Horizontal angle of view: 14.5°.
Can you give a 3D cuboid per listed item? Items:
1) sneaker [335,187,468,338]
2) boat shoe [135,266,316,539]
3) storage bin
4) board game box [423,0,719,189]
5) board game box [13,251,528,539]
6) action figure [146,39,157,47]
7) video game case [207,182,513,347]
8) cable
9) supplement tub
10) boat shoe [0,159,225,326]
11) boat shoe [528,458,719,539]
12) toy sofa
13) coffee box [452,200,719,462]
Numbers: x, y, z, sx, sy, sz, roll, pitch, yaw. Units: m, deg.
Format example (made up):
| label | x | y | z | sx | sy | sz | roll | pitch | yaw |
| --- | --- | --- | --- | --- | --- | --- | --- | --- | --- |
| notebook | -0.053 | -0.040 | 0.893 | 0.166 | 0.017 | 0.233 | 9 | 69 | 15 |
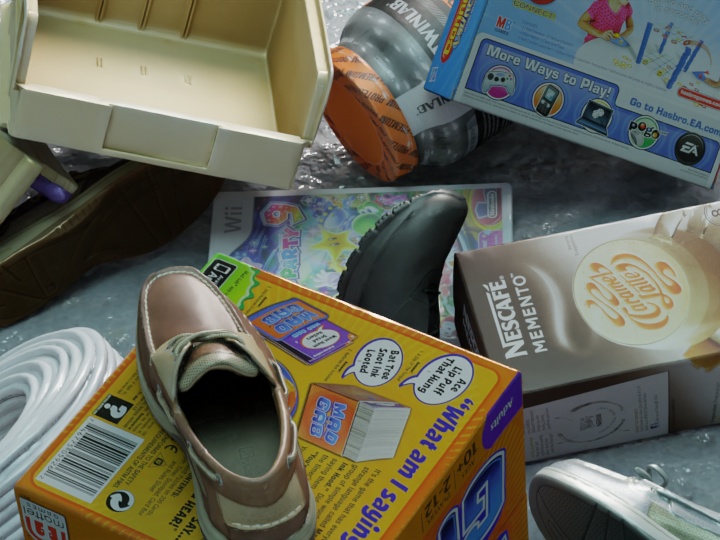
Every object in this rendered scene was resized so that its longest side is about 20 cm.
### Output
| label | x | y | z | sx | sy | sz | roll | pitch | yaw |
| --- | --- | --- | --- | --- | --- | --- | --- | --- | --- |
| sneaker | 0.019 | 0.045 | 1.715 | 0.091 | 0.200 | 0.076 | 33 | 11 | 20 |
| boat shoe | -0.070 | 0.062 | 1.467 | 0.076 | 0.072 | 0.200 | -18 | 47 | -12 |
| storage bin | -0.132 | -0.151 | 1.854 | 0.199 | 0.094 | 0.199 | 11 | 30 | -13 |
| board game box | 0.166 | -0.176 | 1.831 | 0.199 | 0.196 | 0.056 | 18 | 5 | -22 |
| board game box | -0.041 | 0.152 | 1.566 | 0.199 | 0.200 | 0.200 | 21 | 50 | 24 |
| action figure | -0.191 | -0.168 | 2.005 | 0.065 | 0.099 | 0.200 | -23 | 70 | -21 |
| video game case | 0.000 | 0.000 | 1.843 | 0.199 | 0.018 | 0.143 | -2 | 46 | 4 |
| cable | -0.212 | 0.117 | 1.649 | 0.200 | 0.069 | 0.200 | -46 | 21 | -19 |
| supplement tub | 0.073 | -0.152 | 1.906 | 0.200 | 0.123 | 0.123 | -36 | 52 | -18 |
| boat shoe | -0.184 | -0.040 | 1.864 | 0.200 | 0.072 | 0.072 | -33 | 47 | -13 |
| boat shoe | 0.191 | 0.162 | 1.629 | 0.202 | 0.075 | 0.065 | 24 | 46 | 21 |
| toy sofa | -0.266 | -0.078 | 1.867 | 0.083 | 0.098 | 0.200 | -50 | 30 | 6 |
| coffee box | 0.166 | 0.037 | 1.735 | 0.199 | 0.080 | 0.115 | -12 | 55 | -7 |
